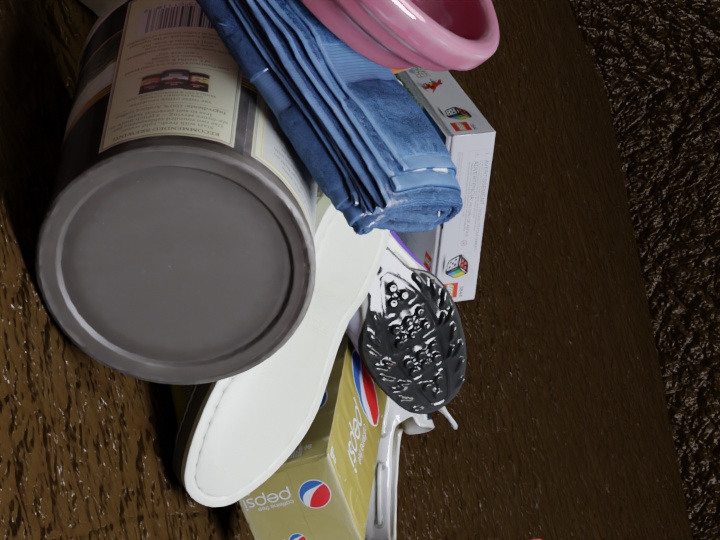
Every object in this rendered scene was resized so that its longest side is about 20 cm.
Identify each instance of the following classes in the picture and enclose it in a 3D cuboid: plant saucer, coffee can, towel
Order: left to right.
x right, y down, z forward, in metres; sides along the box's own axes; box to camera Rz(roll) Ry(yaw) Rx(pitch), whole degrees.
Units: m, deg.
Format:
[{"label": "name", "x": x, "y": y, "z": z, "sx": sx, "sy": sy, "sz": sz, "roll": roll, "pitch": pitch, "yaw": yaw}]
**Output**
[{"label": "coffee can", "x": -0.093, "y": -0.053, "z": 1.519, "sx": 0.200, "sy": 0.146, "sz": 0.147, "roll": -87, "pitch": 158, "yaw": -58}, {"label": "towel", "x": -0.019, "y": -0.110, "z": 1.491, "sx": 0.200, "sy": 0.049, "sz": 0.112, "roll": 56, "pitch": 22, "yaw": 13}, {"label": "plant saucer", "x": -0.006, "y": -0.183, "z": 1.499, "sx": 0.201, "sy": 0.051, "sz": 0.201, "roll": 44, "pitch": 22, "yaw": -23}]

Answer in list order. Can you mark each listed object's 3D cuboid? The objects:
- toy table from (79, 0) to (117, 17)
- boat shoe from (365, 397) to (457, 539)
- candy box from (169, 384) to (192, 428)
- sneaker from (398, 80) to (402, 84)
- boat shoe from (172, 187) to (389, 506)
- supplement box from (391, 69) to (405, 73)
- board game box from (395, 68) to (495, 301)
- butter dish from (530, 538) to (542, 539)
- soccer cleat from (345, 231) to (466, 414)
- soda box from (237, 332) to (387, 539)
[{"label": "toy table", "x": -0.096, "y": -0.168, "z": 1.739, "sx": 0.184, "sy": 0.117, "sz": 0.200, "roll": 51, "pitch": 24, "yaw": -60}, {"label": "boat shoe", "x": 0.025, "y": 0.089, "z": 1.834, "sx": 0.075, "sy": 0.086, "sz": 0.202, "roll": 42, "pitch": 58, "yaw": -76}, {"label": "candy box", "x": -0.076, "y": 0.075, "z": 1.715, "sx": 0.200, "sy": 0.026, "sz": 0.102, "roll": 39, "pitch": 39, "yaw": -69}, {"label": "sneaker", "x": -0.013, "y": -0.088, "z": 1.817, "sx": 0.087, "sy": 0.075, "sz": 0.200, "roll": 54, "pitch": -9, "yaw": -28}, {"label": "boat shoe", "x": -0.054, "y": 0.040, "z": 1.599, "sx": 0.072, "sy": 0.060, "sz": 0.202, "roll": 34, "pitch": 80, "yaw": -39}, {"label": "supplement box", "x": 0.015, "y": -0.198, "z": 1.718, "sx": 0.200, "sy": 0.069, "sz": 0.067, "roll": -101, "pitch": 169, "yaw": -57}, {"label": "board game box", "x": 0.034, "y": -0.083, "z": 1.868, "sx": 0.200, "sy": 0.035, "sz": 0.126, "roll": -122, "pitch": -148, "yaw": -53}, {"label": "butter dish", "x": 0.046, "y": 0.286, "z": 1.745, "sx": 0.199, "sy": 0.148, "sz": 0.200, "roll": -37, "pitch": 118, "yaw": -30}, {"label": "soccer cleat", "x": 0.000, "y": 0.000, "z": 1.701, "sx": 0.200, "sy": 0.068, "sz": 0.073, "roll": 57, "pitch": -9, "yaw": -24}, {"label": "soda box", "x": -0.028, "y": 0.096, "z": 1.693, "sx": 0.200, "sy": 0.064, "sz": 0.068, "roll": -78, "pitch": 150, "yaw": -62}]
